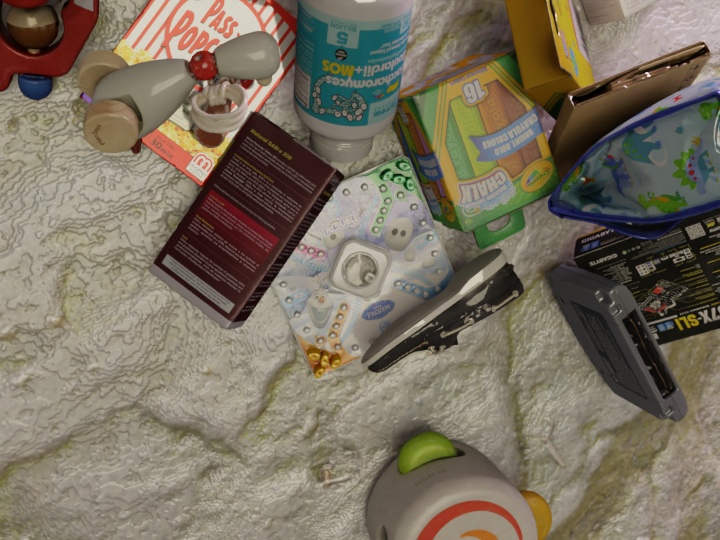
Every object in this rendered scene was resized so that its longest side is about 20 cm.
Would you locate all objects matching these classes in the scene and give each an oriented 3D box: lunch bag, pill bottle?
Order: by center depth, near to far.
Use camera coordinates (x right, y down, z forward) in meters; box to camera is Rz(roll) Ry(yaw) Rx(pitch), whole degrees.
[{"bbox_3d":[-0.011,-0.209,0.824,0.110,0.111,0.201,-6,136,-13],"label":"pill bottle"},{"bbox_3d":[0.309,-0.110,0.836,0.170,0.199,0.128,-25,97,-49],"label":"lunch bag"}]

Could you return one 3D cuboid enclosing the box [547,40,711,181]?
[{"bbox_3d":[0.276,-0.158,0.904,0.163,0.200,0.021,-22,70,-9],"label":"box"}]

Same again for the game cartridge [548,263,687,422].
[{"bbox_3d":[0.302,0.082,0.978,0.041,0.133,0.201,-35,112,-5],"label":"game cartridge"}]

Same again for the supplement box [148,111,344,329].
[{"bbox_3d":[-0.118,-0.050,0.861,0.109,0.061,0.200,36,95,7],"label":"supplement box"}]

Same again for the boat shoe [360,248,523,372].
[{"bbox_3d":[0.092,0.057,0.908,0.200,0.074,0.060,-38,101,-6],"label":"boat shoe"}]

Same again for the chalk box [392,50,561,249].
[{"bbox_3d":[0.128,-0.121,0.900,0.124,0.124,0.201,-26,106,-7],"label":"chalk box"}]

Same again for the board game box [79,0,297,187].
[{"bbox_3d":[-0.167,-0.212,0.848,0.151,0.046,0.200,36,90,-18],"label":"board game box"}]

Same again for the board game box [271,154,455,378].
[{"bbox_3d":[0.000,0.000,0.930,0.199,0.026,0.201,-24,106,-1],"label":"board game box"}]

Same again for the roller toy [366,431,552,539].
[{"bbox_3d":[0.110,0.310,0.970,0.199,0.140,0.183,30,93,-18],"label":"roller toy"}]

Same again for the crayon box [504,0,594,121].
[{"bbox_3d":[0.196,-0.236,0.848,0.051,0.200,0.128,-13,81,24],"label":"crayon box"}]

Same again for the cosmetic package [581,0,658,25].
[{"bbox_3d":[0.285,-0.392,0.912,0.112,0.081,0.201,-27,105,-8],"label":"cosmetic package"}]

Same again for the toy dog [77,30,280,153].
[{"bbox_3d":[-0.171,-0.158,0.780,0.199,0.096,0.133,3,60,14],"label":"toy dog"}]

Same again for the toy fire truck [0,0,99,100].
[{"bbox_3d":[-0.351,-0.248,0.775,0.199,0.112,0.169,3,124,-14],"label":"toy fire truck"}]

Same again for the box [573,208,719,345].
[{"bbox_3d":[0.376,0.001,0.964,0.199,0.049,0.160,-23,115,33],"label":"box"}]
